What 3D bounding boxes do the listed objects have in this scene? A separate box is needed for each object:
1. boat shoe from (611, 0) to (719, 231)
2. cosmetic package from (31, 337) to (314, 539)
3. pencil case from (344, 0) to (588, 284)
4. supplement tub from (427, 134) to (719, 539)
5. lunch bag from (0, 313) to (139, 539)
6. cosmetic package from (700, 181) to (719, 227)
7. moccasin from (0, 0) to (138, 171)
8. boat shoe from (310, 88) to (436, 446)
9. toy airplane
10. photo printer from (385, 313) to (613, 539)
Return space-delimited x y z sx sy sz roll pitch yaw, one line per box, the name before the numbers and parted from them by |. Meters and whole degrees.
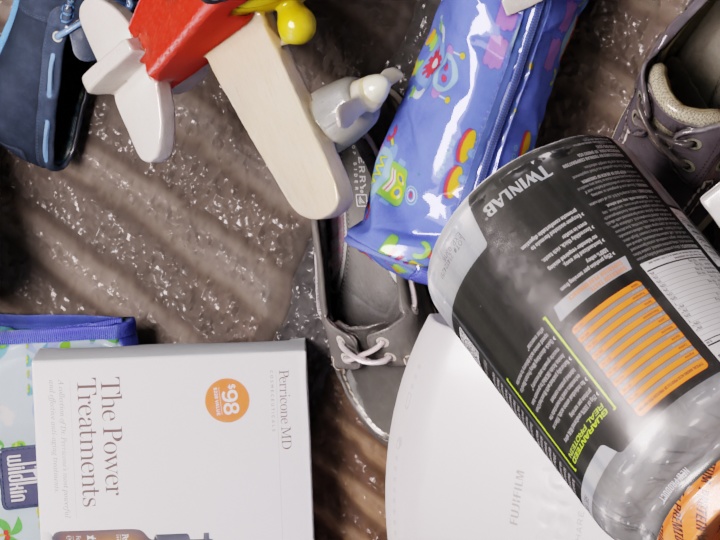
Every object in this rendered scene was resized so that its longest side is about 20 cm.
boat shoe | 0.163 -0.084 1.327 0.072 0.065 0.200 43 118 19
cosmetic package | -0.100 0.141 1.501 0.151 0.052 0.200 -3 98 -3
pencil case | 0.059 -0.086 1.368 0.078 0.087 0.200 17 101 -16
supplement tub | 0.130 0.043 1.262 0.123 0.123 0.200 -53 56 27
lunch bag | -0.213 0.113 1.575 0.200 0.127 0.170 -2 97 21
cosmetic package | 0.259 0.020 1.256 0.085 0.108 0.200 -40 77 31
moccasin | -0.151 -0.143 1.527 0.068 0.080 0.200 39 131 16
boat shoe | 0.000 0.000 1.450 0.067 0.057 0.200 -4 95 32
toy airplane | -0.060 -0.143 1.400 0.199 0.141 0.200 28 127 52
photo printer | 0.104 0.110 1.390 0.200 0.069 0.166 14 105 29
